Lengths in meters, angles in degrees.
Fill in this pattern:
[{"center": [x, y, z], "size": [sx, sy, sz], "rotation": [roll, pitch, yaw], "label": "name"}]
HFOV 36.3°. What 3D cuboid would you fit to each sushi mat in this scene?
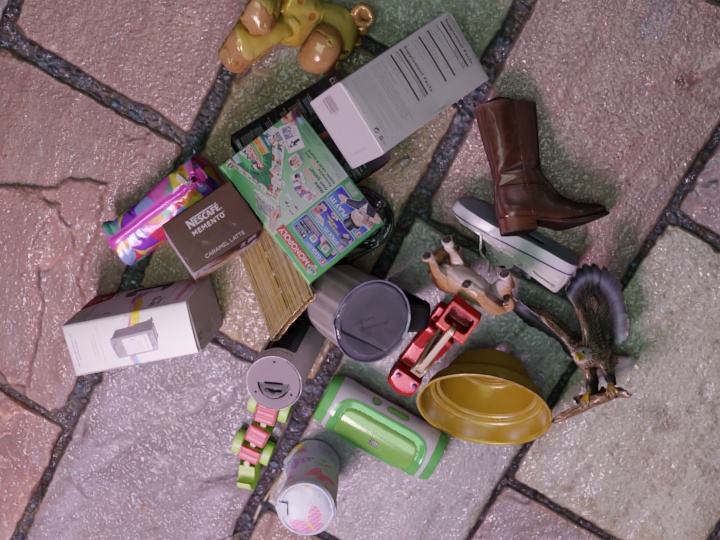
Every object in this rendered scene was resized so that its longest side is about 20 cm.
[{"center": [-0.122, 0.005, 1.593], "size": [0.012, 0.201, 0.096], "rotation": [28, 114, -38], "label": "sushi mat"}]

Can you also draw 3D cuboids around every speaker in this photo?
[{"center": [-0.107, 0.130, 1.602], "size": [0.080, 0.200, 0.082], "rotation": [2, 106, 7], "label": "speaker"}, {"center": [0.030, 0.238, 1.672], "size": [0.199, 0.089, 0.089], "rotation": [29, 107, 0], "label": "speaker"}]

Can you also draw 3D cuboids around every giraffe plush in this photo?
[{"center": [-0.079, -0.336, 1.522], "size": [0.161, 0.172, 0.201], "rotation": [33, 72, -12], "label": "giraffe plush"}]

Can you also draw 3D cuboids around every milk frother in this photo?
[{"center": [0.000, 0.000, 1.559], "size": [0.179, 0.188, 0.202], "rotation": [-16, 110, -22], "label": "milk frother"}]

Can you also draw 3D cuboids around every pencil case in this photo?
[{"center": [-0.292, -0.091, 1.634], "size": [0.199, 0.088, 0.089], "rotation": [-37, 97, 16], "label": "pencil case"}, {"center": [-0.077, 0.322, 1.652], "size": [0.090, 0.200, 0.084], "rotation": [15, 100, -3], "label": "pencil case"}]

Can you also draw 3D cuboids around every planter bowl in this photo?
[{"center": [0.185, 0.172, 1.613], "size": [0.198, 0.084, 0.201], "rotation": [9, 145, 6], "label": "planter bowl"}]

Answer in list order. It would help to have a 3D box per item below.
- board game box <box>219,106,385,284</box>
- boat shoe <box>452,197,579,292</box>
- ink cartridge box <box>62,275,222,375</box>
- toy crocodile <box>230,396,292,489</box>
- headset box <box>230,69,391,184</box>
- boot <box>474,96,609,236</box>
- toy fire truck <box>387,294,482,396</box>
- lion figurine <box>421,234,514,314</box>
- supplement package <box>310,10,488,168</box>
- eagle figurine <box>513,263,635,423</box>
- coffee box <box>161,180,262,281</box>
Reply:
[{"center": [-0.079, -0.101, 1.490], "size": [0.134, 0.029, 0.201], "rotation": [-38, 92, -7], "label": "board game box"}, {"center": [0.210, -0.027, 1.590], "size": [0.200, 0.075, 0.087], "rotation": [27, 115, -7], "label": "boat shoe"}, {"center": [-0.324, 0.080, 1.649], "size": [0.198, 0.148, 0.087], "rotation": [-12, 104, 10], "label": "ink cartridge box"}, {"center": [-0.155, 0.246, 1.712], "size": [0.067, 0.062, 0.202], "rotation": [22, 106, 2], "label": "toy crocodile"}, {"center": [-0.063, -0.174, 1.549], "size": [0.199, 0.075, 0.149], "rotation": [-33, 91, -8], "label": "headset box"}, {"center": [0.257, -0.157, 1.550], "size": [0.184, 0.064, 0.202], "rotation": [-6, 81, -25], "label": "boot"}, {"center": [0.103, 0.112, 1.594], "size": [0.049, 0.141, 0.201], "rotation": [34, 110, -2], "label": "toy fire truck"}, {"center": [0.157, 0.019, 1.536], "size": [0.072, 0.200, 0.123], "rotation": [-42, 139, -5], "label": "lion figurine"}, {"center": [0.053, -0.243, 1.482], "size": [0.199, 0.114, 0.110], "rotation": [-37, 99, -23], "label": "supplement package"}, {"center": [0.315, 0.097, 1.571], "size": [0.150, 0.151, 0.202], "rotation": [-21, 84, -11], "label": "eagle figurine"}, {"center": [-0.207, -0.051, 1.542], "size": [0.114, 0.200, 0.080], "rotation": [-35, 91, -9], "label": "coffee box"}]
